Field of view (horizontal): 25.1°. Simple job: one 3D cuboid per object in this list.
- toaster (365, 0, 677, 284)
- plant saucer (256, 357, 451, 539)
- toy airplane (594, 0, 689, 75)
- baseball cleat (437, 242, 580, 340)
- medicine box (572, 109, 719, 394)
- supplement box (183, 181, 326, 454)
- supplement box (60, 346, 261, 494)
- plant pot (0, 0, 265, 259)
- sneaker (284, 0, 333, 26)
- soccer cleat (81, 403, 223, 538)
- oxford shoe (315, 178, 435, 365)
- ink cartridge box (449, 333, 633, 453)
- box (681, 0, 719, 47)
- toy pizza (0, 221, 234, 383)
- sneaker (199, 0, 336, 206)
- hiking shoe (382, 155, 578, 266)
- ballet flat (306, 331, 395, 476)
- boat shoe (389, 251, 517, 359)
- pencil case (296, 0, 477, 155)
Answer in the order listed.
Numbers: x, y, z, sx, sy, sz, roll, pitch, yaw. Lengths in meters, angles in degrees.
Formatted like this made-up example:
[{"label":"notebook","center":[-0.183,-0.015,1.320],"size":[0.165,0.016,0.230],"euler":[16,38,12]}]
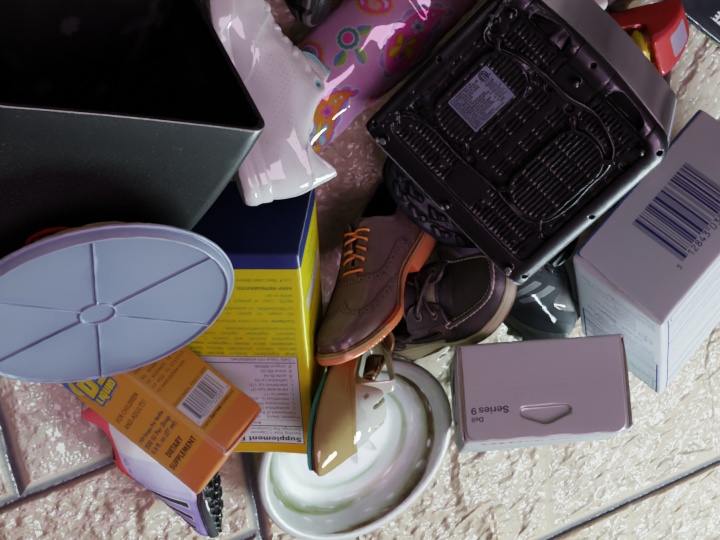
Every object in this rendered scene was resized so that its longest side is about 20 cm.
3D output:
[{"label":"toaster","center":[0.132,-0.124,1.246],"size":[0.181,0.119,0.200],"euler":[44,119,-5]},{"label":"plant saucer","center":[-0.012,0.157,1.499],"size":[0.198,0.050,0.202],"euler":[-15,125,-22]},{"label":"toy airplane","center":[0.176,-0.147,1.353],"size":[0.198,0.141,0.201],"euler":[9,115,-34]},{"label":"baseball cleat","center":[0.144,0.001,1.491],"size":[0.107,0.069,0.200],"euler":[-54,136,-7]},{"label":"medicine box","center":[0.289,-0.013,1.465],"size":[0.182,0.103,0.200],"euler":[-48,159,-10]},{"label":"supplement box","center":[-0.089,0.039,1.314],"size":[0.107,0.110,0.202],"euler":[1,124,6]},{"label":"supplement box","center":[-0.178,0.079,1.258],"size":[0.067,0.199,0.069],"euler":[-53,177,42]},{"label":"plant pot","center":[-0.213,-0.098,1.136],"size":[0.198,0.201,0.178],"euler":[3,131,-32]},{"label":"sneaker","center":[-0.012,-0.278,1.204],"size":[0.078,0.075,0.202],"euler":[-7,123,-29]},{"label":"soccer cleat","center":[-0.174,0.165,1.408],"size":[0.072,0.069,0.201],"euler":[-15,134,8]},{"label":"oxford shoe","center":[0.000,0.000,1.343],"size":[0.071,0.201,0.073],"euler":[-12,122,29]},{"label":"ink cartridge box","center":[0.154,0.111,1.424],"size":[0.143,0.200,0.089],"euler":[-5,83,2]},{"label":"box","center":[0.335,-0.308,1.408],"size":[0.199,0.050,0.199],"euler":[28,102,-39]},{"label":"toy pizza","center":[-0.186,0.018,1.130],"size":[0.198,0.032,0.201],"euler":[-14,151,-8]},{"label":"sneaker","center":[-0.067,-0.155,1.204],"size":[0.087,0.075,0.203],"euler":[-13,98,-8]},{"label":"hiking shoe","center":[0.093,-0.056,1.400],"size":[0.199,0.087,0.075],"euler":[23,94,-28]},{"label":"ballet flat","center":[-0.004,0.097,1.325],"size":[0.062,0.201,0.069],"euler":[1,120,5]},{"label":"boat shoe","center":[0.061,0.031,1.390],"size":[0.065,0.200,0.073],"euler":[10,70,-26]},{"label":"pencil case","center":[0.001,-0.178,1.273],"size":[0.200,0.087,0.087],"euler":[-44,131,1]}]
